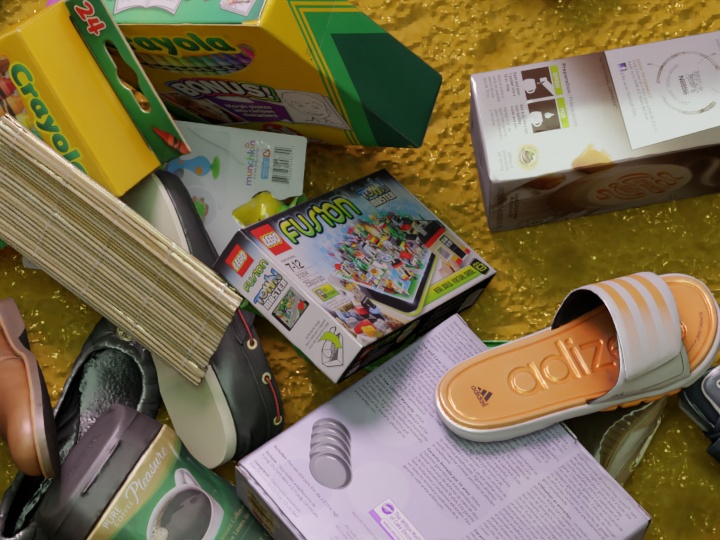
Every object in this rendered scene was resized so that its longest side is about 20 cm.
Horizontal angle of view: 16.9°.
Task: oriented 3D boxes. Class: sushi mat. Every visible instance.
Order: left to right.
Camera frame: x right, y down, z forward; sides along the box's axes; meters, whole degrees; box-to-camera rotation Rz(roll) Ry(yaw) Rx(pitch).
[{"bbox_3d":[-0.166,-0.012,1.541,0.200,0.096,0.012,37,46,9],"label":"sushi mat"}]

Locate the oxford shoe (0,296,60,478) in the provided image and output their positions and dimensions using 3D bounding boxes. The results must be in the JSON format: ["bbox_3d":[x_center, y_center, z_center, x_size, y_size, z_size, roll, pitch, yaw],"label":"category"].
[{"bbox_3d":[-0.236,0.084,1.554,0.071,0.200,0.072,-14,115,-14],"label":"oxford shoe"}]

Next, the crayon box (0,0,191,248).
[{"bbox_3d":[-0.215,-0.093,1.566,0.051,0.200,0.127,-42,106,-45],"label":"crayon box"}]

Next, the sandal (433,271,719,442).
[{"bbox_3d":[0.144,0.049,1.510,0.206,0.059,0.079,-21,62,-22],"label":"sandal"}]

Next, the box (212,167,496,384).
[{"bbox_3d":[0.000,0.000,1.560,0.110,0.200,0.035,43,119,11],"label":"box"}]

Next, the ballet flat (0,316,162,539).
[{"bbox_3d":[-0.180,0.106,1.601,0.066,0.057,0.200,20,76,15],"label":"ballet flat"}]

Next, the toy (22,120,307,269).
[{"bbox_3d":[-0.128,-0.047,1.637,0.199,0.047,0.115,9,102,20],"label":"toy"}]

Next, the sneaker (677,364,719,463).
[{"bbox_3d":[0.244,0.146,1.556,0.146,0.077,0.202,39,70,0],"label":"sneaker"}]

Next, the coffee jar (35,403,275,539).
[{"bbox_3d":[-0.105,0.175,1.546,0.200,0.085,0.104,35,73,-4],"label":"coffee jar"}]

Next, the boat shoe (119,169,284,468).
[{"bbox_3d":[-0.107,0.027,1.594,0.063,0.074,0.202,-21,95,-40],"label":"boat shoe"}]

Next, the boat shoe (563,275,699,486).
[{"bbox_3d":[0.158,0.095,1.586,0.074,0.066,0.200,32,83,19],"label":"boat shoe"}]

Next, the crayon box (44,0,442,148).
[{"bbox_3d":[-0.077,-0.142,1.562,0.200,0.172,0.058,5,71,41],"label":"crayon box"}]

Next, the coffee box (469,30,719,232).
[{"bbox_3d":[0.177,-0.094,1.611,0.199,0.114,0.080,-10,75,0],"label":"coffee box"}]

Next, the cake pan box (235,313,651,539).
[{"bbox_3d":[0.053,0.149,1.500,0.184,0.052,0.200,-36,68,-21],"label":"cake pan box"}]

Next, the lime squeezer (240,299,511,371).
[{"bbox_3d":[0.000,0.040,1.612,0.200,0.071,0.038,11,55,-25],"label":"lime squeezer"}]
